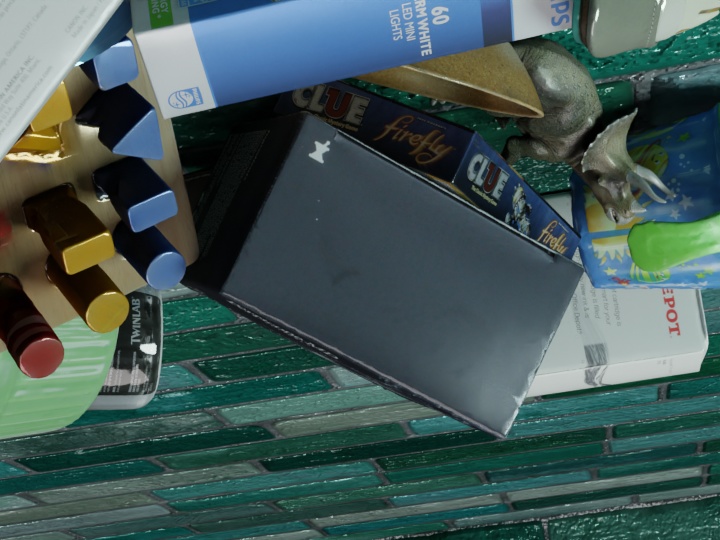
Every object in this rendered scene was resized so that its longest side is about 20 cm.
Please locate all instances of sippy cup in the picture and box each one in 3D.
[{"bbox_3d":[0.218,-0.044,1.056,0.129,0.141,0.178,-9,158,17],"label":"sippy cup"}]

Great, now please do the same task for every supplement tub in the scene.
[{"bbox_3d":[-0.263,0.050,1.194,0.198,0.124,0.123,2,160,-20],"label":"supplement tub"}]

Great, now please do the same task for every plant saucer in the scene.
[{"bbox_3d":[0.007,-0.124,0.809,0.198,0.036,0.200,15,-176,-1],"label":"plant saucer"}]

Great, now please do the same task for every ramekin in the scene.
[{"bbox_3d":[-0.245,0.019,1.008,0.097,0.202,0.199,2,161,-42],"label":"ramekin"}]

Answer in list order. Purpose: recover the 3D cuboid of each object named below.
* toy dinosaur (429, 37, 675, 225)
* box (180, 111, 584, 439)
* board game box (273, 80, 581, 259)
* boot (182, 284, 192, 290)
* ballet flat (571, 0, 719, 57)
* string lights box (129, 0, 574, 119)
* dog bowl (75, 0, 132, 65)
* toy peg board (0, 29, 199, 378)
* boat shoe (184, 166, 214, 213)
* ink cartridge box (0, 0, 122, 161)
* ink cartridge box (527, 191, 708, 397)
[{"bbox_3d":[0.110,-0.111,0.947,0.102,0.078,0.200,-17,132,34],"label":"toy dinosaur"},{"bbox_3d":[0.000,0.000,0.938,0.195,0.118,0.200,28,175,-16],"label":"box"},{"bbox_3d":[0.048,-0.059,0.959,0.135,0.035,0.200,24,175,30],"label":"board game box"},{"bbox_3d":[-0.038,-0.004,1.193,0.198,0.078,0.138,-6,166,3],"label":"boot"},{"bbox_3d":[0.151,-0.146,0.722,0.063,0.068,0.200,12,-155,15],"label":"ballet flat"},{"bbox_3d":[-0.006,-0.145,0.698,0.198,0.104,0.059,-13,143,1],"label":"string lights box"},{"bbox_3d":[-0.206,-0.133,0.712,0.198,0.112,0.050,-7,128,2],"label":"dog bowl"},{"bbox_3d":[-0.173,-0.031,0.781,0.198,0.098,0.201,-25,131,-21],"label":"toy peg board"},{"bbox_3d":[-0.059,-0.048,1.059,0.198,0.073,0.060,-2,156,-25],"label":"boat shoe"},{"bbox_3d":[-0.213,-0.129,0.621,0.199,0.163,0.050,37,-173,-21],"label":"ink cartridge box"},{"bbox_3d":[0.166,0.019,1.203,0.198,0.148,0.083,-8,162,7],"label":"ink cartridge box"}]
